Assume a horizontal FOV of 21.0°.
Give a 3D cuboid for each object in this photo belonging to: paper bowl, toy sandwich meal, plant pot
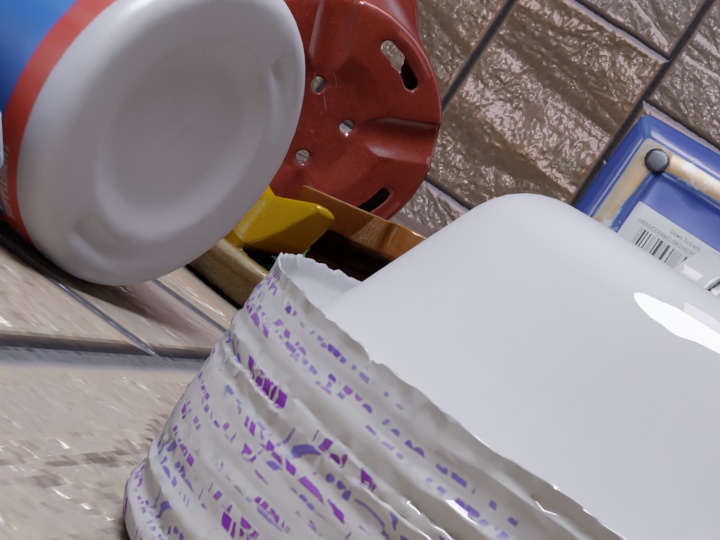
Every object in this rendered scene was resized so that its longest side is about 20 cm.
[{"bbox_3d":[0.060,0.060,0.395,0.200,0.105,0.201,33,5,-3],"label":"paper bowl"},{"bbox_3d":[0.000,0.000,0.855,0.205,0.070,0.205,34,4,-3],"label":"toy sandwich meal"},{"bbox_3d":[0.215,0.022,1.290,0.200,0.200,0.180,34,-2,17],"label":"plant pot"},{"bbox_3d":[-0.043,-0.115,1.147,0.200,0.201,0.195,32,12,-21],"label":"plant pot"}]

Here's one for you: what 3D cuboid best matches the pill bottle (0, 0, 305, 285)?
[{"bbox_3d":[-0.122,-0.090,0.652,0.200,0.112,0.112,36,4,33],"label":"pill bottle"}]

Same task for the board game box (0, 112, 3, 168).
[{"bbox_3d":[-0.183,-0.089,0.512,0.200,0.062,0.200,34,5,2],"label":"board game box"}]

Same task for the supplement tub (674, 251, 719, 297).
[{"bbox_3d":[0.211,0.095,0.895,0.200,0.145,0.145,35,4,25],"label":"supplement tub"}]
